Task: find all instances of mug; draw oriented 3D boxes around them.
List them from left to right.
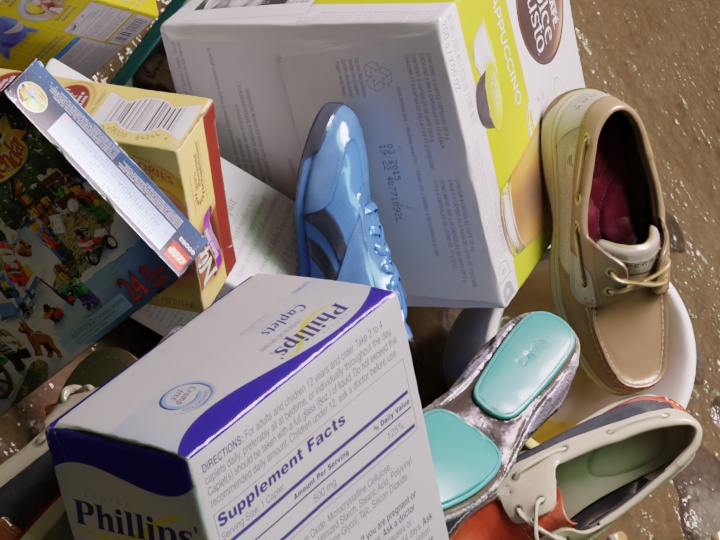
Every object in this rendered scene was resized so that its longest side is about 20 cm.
[{"bbox_3d":[0.116,0.075,1.670,0.149,0.153,0.187,43,74,-11],"label":"mug"}]

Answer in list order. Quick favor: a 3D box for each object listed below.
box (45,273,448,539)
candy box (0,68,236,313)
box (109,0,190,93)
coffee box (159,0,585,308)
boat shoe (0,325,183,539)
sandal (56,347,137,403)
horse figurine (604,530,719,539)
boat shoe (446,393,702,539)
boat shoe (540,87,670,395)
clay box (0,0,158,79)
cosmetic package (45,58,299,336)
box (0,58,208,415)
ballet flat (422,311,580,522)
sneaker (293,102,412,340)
[{"bbox_3d":[-0.054,0.132,1.343,0.184,0.104,0.201,-37,125,-43],"label":"box"},{"bbox_3d":[-0.176,-0.050,1.410,0.057,0.198,0.117,-61,154,-46],"label":"candy box"},{"bbox_3d":[-0.107,-0.139,1.678,0.082,0.049,0.200,43,40,-13],"label":"box"},{"bbox_3d":[0.021,-0.109,1.610,0.198,0.199,0.201,-49,132,-51],"label":"coffee box"},{"bbox_3d":[-0.158,0.100,1.379,0.062,0.071,0.200,35,71,21],"label":"boat shoe"},{"bbox_3d":[-0.129,0.156,1.453,0.070,0.077,0.213,38,38,-70],"label":"sandal"},{"bbox_3d":[0.157,0.213,1.613,0.199,0.132,0.050,3,58,-52],"label":"horse figurine"},{"bbox_3d":[0.126,0.144,1.560,0.199,0.063,0.072,-32,105,-8],"label":"boat shoe"},{"bbox_3d":[0.161,-0.014,1.568,0.074,0.066,0.202,-18,102,-20],"label":"boat shoe"},{"bbox_3d":[-0.238,-0.166,1.515,0.199,0.115,0.048,13,53,-40],"label":"clay box"},{"bbox_3d":[-0.134,-0.033,1.523,0.199,0.074,0.102,31,40,-8],"label":"cosmetic package"},{"bbox_3d":[-0.194,-0.011,1.381,0.137,0.200,0.038,46,42,-9],"label":"box"},{"bbox_3d":[0.068,0.105,1.521,0.072,0.072,0.200,50,54,-5],"label":"ballet flat"},{"bbox_3d":[0.000,0.000,1.497,0.066,0.078,0.202,-15,109,-71],"label":"sneaker"}]
